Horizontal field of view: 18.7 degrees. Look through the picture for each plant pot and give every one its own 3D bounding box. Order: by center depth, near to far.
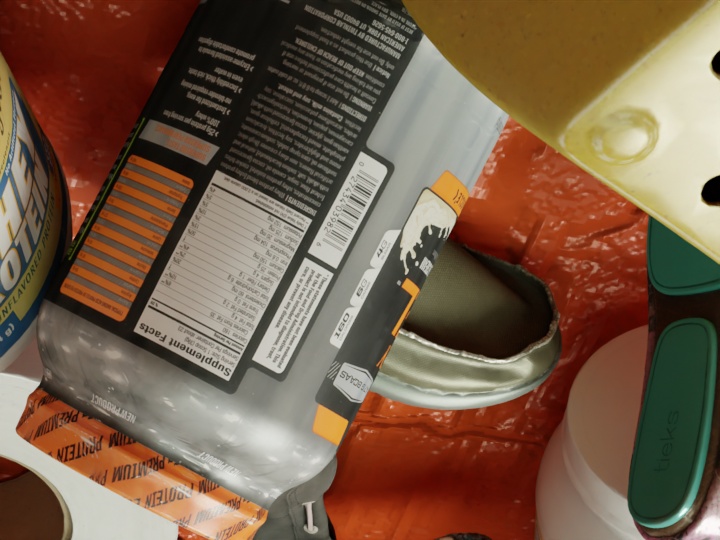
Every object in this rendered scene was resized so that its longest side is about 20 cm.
[{"bbox_3d":[0.127,-0.112,0.729,0.195,0.200,0.194,32,122,-30],"label":"plant pot"}]

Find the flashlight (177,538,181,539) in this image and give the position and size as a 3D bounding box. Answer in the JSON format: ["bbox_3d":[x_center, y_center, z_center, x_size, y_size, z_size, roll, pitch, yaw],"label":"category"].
[{"bbox_3d":[-0.155,0.206,1.080,0.200,0.068,0.068,-31,155,19],"label":"flashlight"}]

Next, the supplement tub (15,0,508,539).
[{"bbox_3d":[-0.038,-0.008,0.798,0.122,0.122,0.200,30,86,-29],"label":"supplement tub"}]

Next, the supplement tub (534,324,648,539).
[{"bbox_3d":[0.150,0.136,0.995,0.145,0.146,0.200,-4,133,-3],"label":"supplement tub"}]

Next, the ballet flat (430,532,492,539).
[{"bbox_3d":[-0.023,0.158,0.993,0.199,0.074,0.074,-12,133,-8],"label":"ballet flat"}]

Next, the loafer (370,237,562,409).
[{"bbox_3d":[0.000,0.000,0.901,0.199,0.075,0.070,15,133,-19],"label":"loafer"}]

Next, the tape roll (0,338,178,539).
[{"bbox_3d":[-0.180,0.090,0.965,0.202,0.071,0.203,-4,132,-4],"label":"tape roll"}]

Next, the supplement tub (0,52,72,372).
[{"bbox_3d":[-0.188,-0.043,0.752,0.144,0.145,0.200,-10,158,2],"label":"supplement tub"}]

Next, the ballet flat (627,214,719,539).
[{"bbox_3d":[0.152,0.018,0.884,0.071,0.201,0.069,16,166,-36],"label":"ballet flat"}]

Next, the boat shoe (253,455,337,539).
[{"bbox_3d":[-0.034,0.083,0.963,0.057,0.067,0.200,-13,154,-12],"label":"boat shoe"}]
